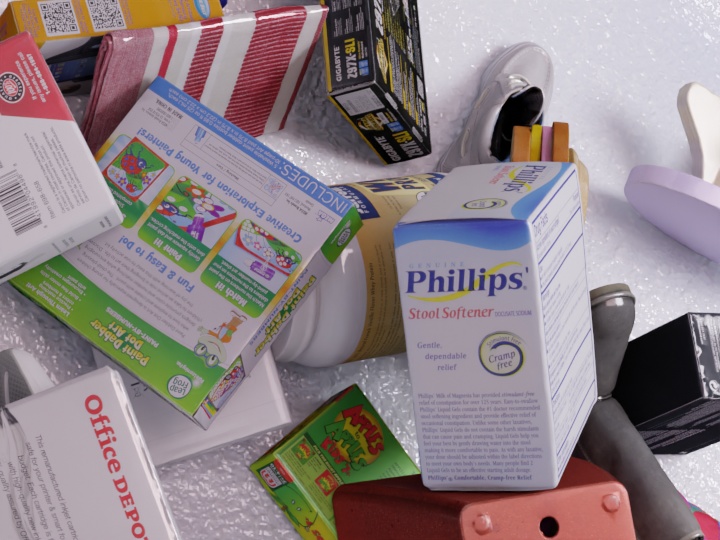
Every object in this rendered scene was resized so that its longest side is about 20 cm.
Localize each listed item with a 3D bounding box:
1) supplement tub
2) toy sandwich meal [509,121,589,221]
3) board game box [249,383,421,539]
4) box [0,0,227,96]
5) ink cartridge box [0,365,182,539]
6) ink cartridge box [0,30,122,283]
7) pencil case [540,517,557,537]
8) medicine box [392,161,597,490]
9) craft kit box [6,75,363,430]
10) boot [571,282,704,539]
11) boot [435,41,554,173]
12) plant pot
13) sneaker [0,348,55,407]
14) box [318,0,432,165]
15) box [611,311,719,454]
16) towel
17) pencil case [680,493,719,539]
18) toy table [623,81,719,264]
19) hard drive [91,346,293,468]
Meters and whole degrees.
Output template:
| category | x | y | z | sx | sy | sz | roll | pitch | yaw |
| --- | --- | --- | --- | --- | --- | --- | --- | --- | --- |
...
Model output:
| category | x | y | z | sx | sy | sz | roll | pitch | yaw |
| --- | --- | --- | --- | --- | --- | --- | --- | --- | --- |
| supplement tub | 0.000 | 0.000 | 1.474 | 0.199 | 0.144 | 0.145 | -9 | 76 | -32 |
| toy sandwich meal | 0.141 | -0.022 | 1.546 | 0.070 | 0.205 | 0.206 | 13 | 63 | -2 |
| board game box | 0.013 | 0.203 | 1.461 | 0.101 | 0.048 | 0.200 | -38 | 93 | -35 |
| box | -0.199 | -0.179 | 1.445 | 0.199 | 0.119 | 0.042 | -9 | 76 | -32 |
| ink cartridge box | -0.234 | 0.169 | 1.256 | 0.199 | 0.084 | 0.145 | -21 | 85 | -4 |
| ink cartridge box | -0.293 | -0.059 | 1.318 | 0.199 | 0.084 | 0.145 | -27 | 85 | -6 |
| pencil case | 0.163 | 0.239 | 1.517 | 0.200 | 0.084 | 0.086 | 50 | 34 | -5 |
| medicine box | 0.105 | 0.036 | 1.348 | 0.182 | 0.102 | 0.201 | -44 | 128 | -67 |
| craft kit box | -0.134 | -0.016 | 1.368 | 0.200 | 0.049 | 0.198 | 34 | 77 | 21 |
| boot | 0.213 | 0.135 | 1.467 | 0.072 | 0.182 | 0.201 | -9 | 54 | -21 |
| boot | 0.143 | -0.145 | 1.642 | 0.073 | 0.096 | 0.200 | 37 | 57 | -13 |
| plant pot | 0.111 | 0.238 | 1.357 | 0.199 | 0.176 | 0.201 | -6 | 80 | -20 |
| sneaker | -0.211 | 0.145 | 1.352 | 0.080 | 0.070 | 0.201 | -28 | 89 | -51 |
| box | 0.010 | -0.212 | 1.563 | 0.160 | 0.049 | 0.201 | 40 | 41 | -63 |
| box | 0.279 | 0.100 | 1.561 | 0.140 | 0.200 | 0.079 | 5 | 69 | -29 |
| towel | -0.130 | -0.150 | 1.463 | 0.199 | 0.144 | 0.023 | -14 | 57 | -33 |
| pencil case | 0.312 | 0.268 | 1.590 | 0.200 | 0.088 | 0.089 | 36 | 58 | -11 |
| toy table | 0.352 | -0.082 | 1.700 | 0.200 | 0.184 | 0.118 | 34 | 73 | -29 |
| hard drive | -0.143 | 0.042 | 1.410 | 0.131 | 0.027 | 0.201 | -18 | 79 | 1 |
